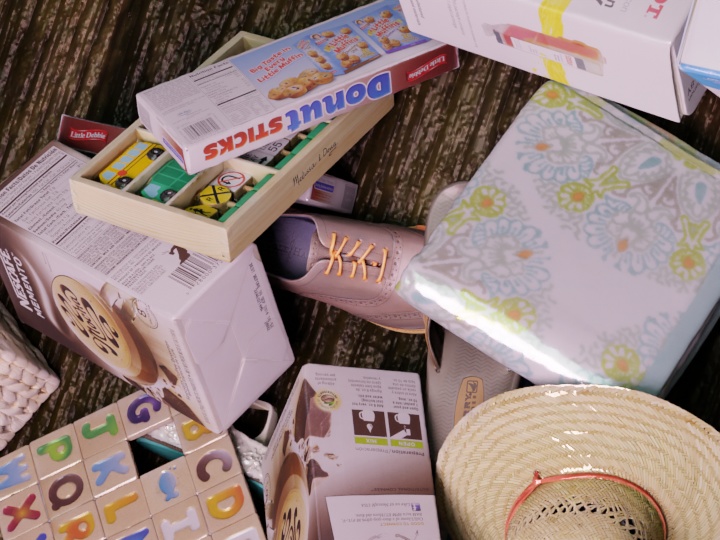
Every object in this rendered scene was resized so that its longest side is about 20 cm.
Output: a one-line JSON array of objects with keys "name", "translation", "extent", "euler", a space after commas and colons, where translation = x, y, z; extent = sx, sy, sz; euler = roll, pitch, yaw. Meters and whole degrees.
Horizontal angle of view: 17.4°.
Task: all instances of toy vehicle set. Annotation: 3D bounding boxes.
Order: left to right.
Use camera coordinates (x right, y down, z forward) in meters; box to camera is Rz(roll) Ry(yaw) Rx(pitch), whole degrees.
[{"name": "toy vehicle set", "translation": [-0.080, -0.084, 1.531], "extent": [0.124, 0.200, 0.027], "euler": [17, 132, 27]}]

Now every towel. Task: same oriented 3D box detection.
[{"name": "towel", "translation": [0.142, -0.012, 1.429], "extent": [0.171, 0.048, 0.200], "euler": [30, 59, 13]}]

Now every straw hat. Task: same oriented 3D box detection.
[{"name": "straw hat", "translation": [0.127, 0.163, 1.368], "extent": [0.200, 0.085, 0.202], "euler": [10, 128, 12]}]

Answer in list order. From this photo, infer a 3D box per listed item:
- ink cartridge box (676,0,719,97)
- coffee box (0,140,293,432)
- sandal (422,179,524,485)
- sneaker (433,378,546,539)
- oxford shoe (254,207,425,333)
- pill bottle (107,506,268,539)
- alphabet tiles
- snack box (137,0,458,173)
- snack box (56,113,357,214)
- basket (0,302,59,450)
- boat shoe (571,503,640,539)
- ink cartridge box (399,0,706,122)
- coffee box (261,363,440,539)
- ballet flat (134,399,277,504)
[{"name": "ink cartridge box", "translation": [0.284, -0.121, 1.353], "extent": [0.144, 0.200, 0.084], "euler": [14, 89, 25]}, {"name": "coffee box", "translation": [-0.150, 0.009, 1.554], "extent": [0.199, 0.113, 0.080], "euler": [26, 58, 36]}, {"name": "sandal", "translation": [0.065, 0.033, 1.454], "extent": [0.081, 0.055, 0.201], "euler": [-1, 67, 23]}, {"name": "sneaker", "translation": [0.089, 0.131, 1.502], "extent": [0.086, 0.075, 0.201], "euler": [21, 87, -8]}, {"name": "oxford shoe", "translation": [0.000, 0.000, 1.541], "extent": [0.199, 0.073, 0.072], "euler": [9, 90, 23]}, {"name": "pill bottle", "translation": [-0.072, 0.232, 1.532], "extent": [0.199, 0.113, 0.114], "euler": [26, 96, 24]}, {"name": "alphabet tiles", "translation": [-0.150, 0.167, 1.525], "extent": [0.166, 0.008, 0.201], "euler": [-25, 49, 3]}, {"name": "snack box", "translation": [-0.039, -0.122, 1.517], "extent": [0.199, 0.024, 0.072], "euler": [-23, 42, -20]}, {"name": "snack box", "translation": [-0.105, -0.072, 1.597], "extent": [0.199, 0.072, 0.025], "euler": [14, 91, 25]}, {"name": "basket", "translation": [-0.320, 0.045, 1.648], "extent": [0.123, 0.136, 0.200], "euler": [-42, 70, 2]}, {"name": "boat shoe", "translation": [0.164, 0.109, 1.462], "extent": [0.068, 0.084, 0.202], "euler": [-7, 98, 27]}, {"name": "ink cartridge box", "translation": [0.139, -0.197, 1.463], "extent": [0.199, 0.084, 0.146], "euler": [21, 66, 24]}, {"name": "coffee box", "translation": [-0.005, 0.172, 1.421], "extent": [0.113, 0.079, 0.201], "euler": [114, 156, -49]}, {"name": "ballet flat", "translation": [-0.064, 0.122, 1.565], "extent": [0.199, 0.072, 0.072], "euler": [25, 96, 26]}]
